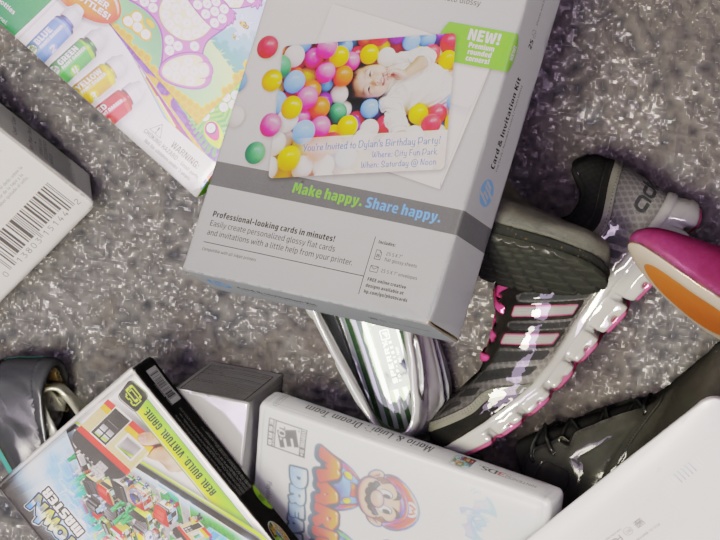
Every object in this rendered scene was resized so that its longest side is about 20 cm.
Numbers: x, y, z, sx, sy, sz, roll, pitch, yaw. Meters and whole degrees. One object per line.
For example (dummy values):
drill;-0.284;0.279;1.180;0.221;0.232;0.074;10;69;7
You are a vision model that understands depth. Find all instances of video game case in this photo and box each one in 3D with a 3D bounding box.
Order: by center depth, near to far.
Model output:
video game case;0.019;0.183;1.633;0.181;0.024;0.201;18;119;24

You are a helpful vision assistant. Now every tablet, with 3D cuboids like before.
tablet;0.157;0.164;1.550;0.200;0.014;0.130;-40;110;21

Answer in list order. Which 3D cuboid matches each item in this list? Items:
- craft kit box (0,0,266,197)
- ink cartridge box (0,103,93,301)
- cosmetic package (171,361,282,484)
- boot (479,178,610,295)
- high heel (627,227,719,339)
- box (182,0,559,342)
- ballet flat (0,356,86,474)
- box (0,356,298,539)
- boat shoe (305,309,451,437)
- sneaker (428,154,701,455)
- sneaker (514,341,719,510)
craft kit box;-0.101;-0.180;1.638;0.200;0.049;0.198;40;101;3
ink cartridge box;-0.281;-0.028;1.660;0.200;0.045;0.176;-44;118;14
cosmetic package;-0.088;0.160;1.673;0.050;0.083;0.201;10;101;12
boot;0.061;-0.072;1.574;0.199;0.068;0.131;19;73;23
high heel;0.243;0.005;1.571;0.199;0.067;0.096;29;79;-5
box;0.007;-0.076;1.532;0.155;0.041;0.201;13;79;30
ballet flat;-0.159;0.140;1.691;0.073;0.073;0.201;-23;92;14
box;-0.096;0.160;1.614;0.110;0.035;0.200;-40;88;16
boat shoe;0.000;0.000;1.635;0.073;0.067;0.201;-26;93;14
sneaker;0.096;0.016;1.616;0.087;0.074;0.200;42;100;2
sneaker;0.137;0.108;1.623;0.091;0.076;0.200;42;104;6
